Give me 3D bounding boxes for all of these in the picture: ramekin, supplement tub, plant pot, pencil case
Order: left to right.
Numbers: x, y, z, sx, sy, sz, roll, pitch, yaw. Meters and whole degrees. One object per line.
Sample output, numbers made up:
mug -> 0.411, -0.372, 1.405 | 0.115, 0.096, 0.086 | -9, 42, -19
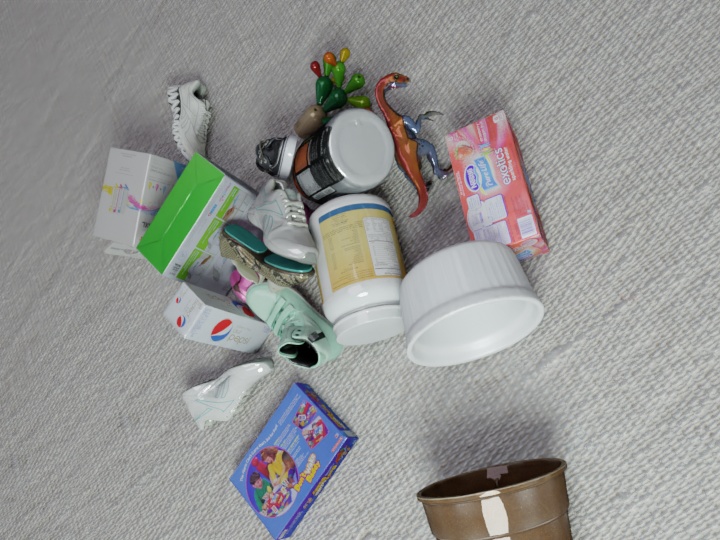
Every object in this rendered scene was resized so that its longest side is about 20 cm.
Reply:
pencil case -> -0.155, -0.037, 1.089 | 0.202, 0.090, 0.094 | -52, 53, 8
supplement tub -> -0.037, -0.177, 1.000 | 0.199, 0.119, 0.127 | -9, 68, 65
supplement tub -> 0.000, 0.000, 0.965 | 0.141, 0.144, 0.206 | -21, 69, 21
ramekin -> 0.146, 0.047, 0.853 | 0.196, 0.200, 0.100 | -26, 59, 18
plant pot -> 0.187, 0.360, 0.761 | 0.195, 0.199, 0.205 | -19, 77, 21

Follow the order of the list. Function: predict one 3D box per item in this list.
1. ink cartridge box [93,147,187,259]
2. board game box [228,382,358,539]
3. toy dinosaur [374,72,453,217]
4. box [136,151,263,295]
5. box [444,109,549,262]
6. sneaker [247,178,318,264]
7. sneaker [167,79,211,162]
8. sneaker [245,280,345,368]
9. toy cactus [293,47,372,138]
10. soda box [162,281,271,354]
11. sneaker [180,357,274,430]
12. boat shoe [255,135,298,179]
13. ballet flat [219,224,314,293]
ink cartridge box -> -0.430, -0.123, 1.219 | 0.122, 0.128, 0.207 | 12, 91, 29
board game box -> -0.111, 0.309, 1.001 | 0.134, 0.045, 0.202 | 38, 96, 29
toy dinosaur -> 0.079, -0.218, 0.975 | 0.104, 0.202, 0.183 | -31, 109, 26
box -> -0.268, -0.075, 1.105 | 0.096, 0.176, 0.203 | 35, 94, 29
box -> 0.204, -0.115, 0.917 | 0.100, 0.094, 0.206 | -19, 69, 21
sneaker -> -0.117, -0.079, 0.947 | 0.200, 0.069, 0.082 | 46, 114, 45
sneaker -> -0.346, -0.308, 1.269 | 0.079, 0.075, 0.206 | -19, 71, 9
sneaker -> -0.123, 0.084, 0.993 | 0.197, 0.118, 0.075 | 30, 108, 14
toy cactus -> -0.059, -0.299, 1.112 | 0.163, 0.101, 0.205 | -31, 73, 27
soda box -> -0.234, 0.084, 1.032 | 0.068, 0.199, 0.064 | 37, 93, 28
sneaker -> -0.224, 0.214, 1.079 | 0.197, 0.070, 0.082 | -29, 81, 21
boat shoe -> -0.154, -0.203, 1.074 | 0.064, 0.200, 0.072 | 14, 93, -14
ballet flat -> -0.157, -0.008, 1.013 | 0.196, 0.067, 0.077 | 26, 119, 25
